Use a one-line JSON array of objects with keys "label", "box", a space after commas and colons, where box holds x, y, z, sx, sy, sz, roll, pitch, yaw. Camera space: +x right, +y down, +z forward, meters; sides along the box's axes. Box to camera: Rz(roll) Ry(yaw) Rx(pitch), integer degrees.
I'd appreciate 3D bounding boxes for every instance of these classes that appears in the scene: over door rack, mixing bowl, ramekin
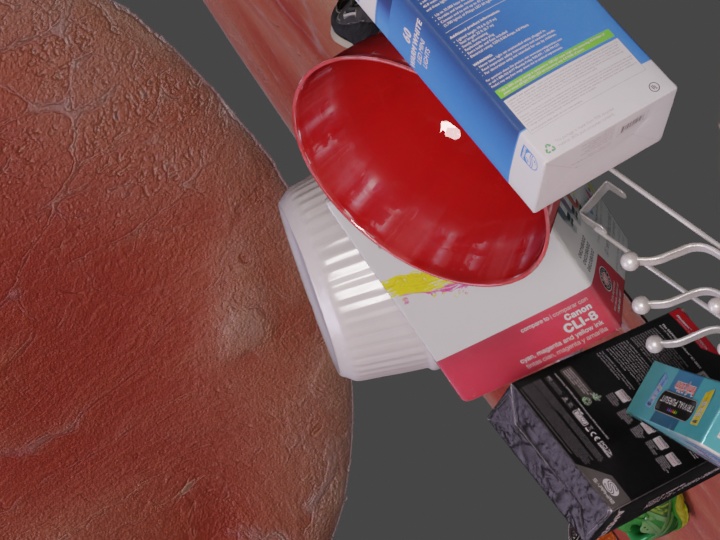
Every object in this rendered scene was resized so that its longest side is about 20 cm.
[{"label": "over door rack", "box": [0.201, -0.010, 1.478, 0.200, 0.067, 0.148, 51, 174, 29]}, {"label": "mixing bowl", "box": [0.065, -0.098, 1.426, 0.200, 0.108, 0.200, 27, 148, 19]}, {"label": "ramekin", "box": [0.000, 0.000, 1.783, 0.202, 0.094, 0.203, 161, 90, -86]}]

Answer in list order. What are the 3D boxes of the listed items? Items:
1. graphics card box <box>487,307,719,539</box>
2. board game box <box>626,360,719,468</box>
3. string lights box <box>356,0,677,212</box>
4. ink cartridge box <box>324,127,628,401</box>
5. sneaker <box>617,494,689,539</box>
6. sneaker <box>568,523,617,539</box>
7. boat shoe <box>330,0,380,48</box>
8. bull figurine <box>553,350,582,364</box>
[{"label": "graphics card box", "box": [0.207, 0.114, 1.596, 0.126, 0.200, 0.051, 52, 137, 20]}, {"label": "board game box", "box": [0.281, 0.127, 1.468, 0.151, 0.047, 0.200, 30, 178, -7]}, {"label": "string lights box", "box": [0.090, -0.143, 1.301, 0.200, 0.103, 0.059, 52, 159, 23]}, {"label": "ink cartridge box", "box": [0.092, -0.037, 1.615, 0.200, 0.145, 0.145, 54, -155, -20]}, {"label": "sneaker", "box": [0.303, 0.245, 2.298, 0.074, 0.084, 0.200, 51, 174, 39]}, {"label": "sneaker", "box": [0.378, 0.453, 3.270, 0.200, 0.076, 0.092, 56, 180, -13]}, {"label": "boat shoe", "box": [0.016, -0.226, 1.897, 0.200, 0.072, 0.068, -119, 30, -70]}, {"label": "bull figurine", "box": [0.146, 0.031, 1.786, 0.200, 0.121, 0.065, -43, -38, -63]}]
